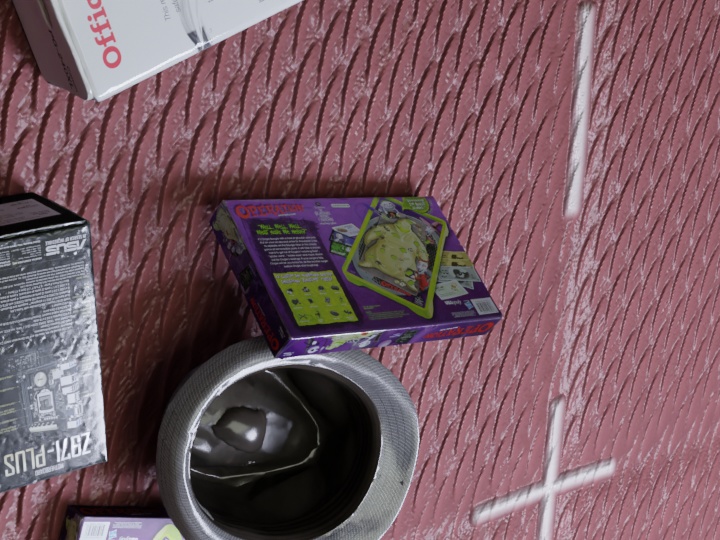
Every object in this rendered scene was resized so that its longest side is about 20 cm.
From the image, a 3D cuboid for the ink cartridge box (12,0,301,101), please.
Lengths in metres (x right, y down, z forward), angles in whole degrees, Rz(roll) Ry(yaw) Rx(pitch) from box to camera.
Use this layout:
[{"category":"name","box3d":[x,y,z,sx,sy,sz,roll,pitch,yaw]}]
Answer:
[{"category":"ink cartridge box","box3d":[-0.123,-0.213,0.828,0.200,0.083,0.146,-32,122,-26]}]

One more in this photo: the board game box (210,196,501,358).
[{"category":"board game box","box3d":[0.000,0.000,0.970,0.199,0.120,0.032,-3,148,-39]}]

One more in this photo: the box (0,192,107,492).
[{"category":"box","box3d":[-0.263,0.054,0.804,0.199,0.086,0.164,-14,113,-34]}]

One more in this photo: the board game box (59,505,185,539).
[{"category":"board game box","box3d":[-0.137,0.236,1.000,0.199,0.032,0.121,10,94,-39]}]

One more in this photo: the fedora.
[{"category":"fedora","box3d":[-0.065,0.125,0.978,0.199,0.090,0.178,9,97,-30]}]
